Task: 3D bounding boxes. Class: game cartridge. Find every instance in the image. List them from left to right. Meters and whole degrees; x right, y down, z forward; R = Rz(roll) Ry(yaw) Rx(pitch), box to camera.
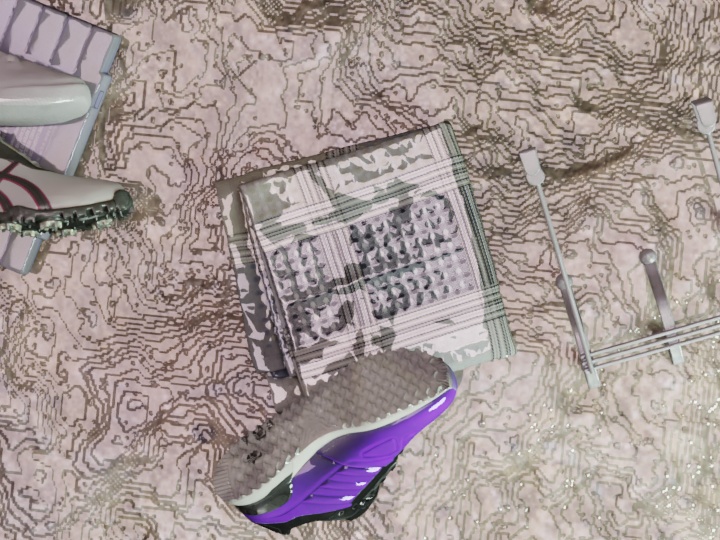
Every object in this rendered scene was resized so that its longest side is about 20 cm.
[{"bbox_3d":[-0.276,-0.111,1.629,0.129,0.038,0.201,22,92,0],"label":"game cartridge"}]

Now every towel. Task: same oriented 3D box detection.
[{"bbox_3d":[0.000,0.000,1.608,0.199,0.035,0.194,-15,90,5],"label":"towel"}]

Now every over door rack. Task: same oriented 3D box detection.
[{"bbox_3d":[0.212,-0.025,1.566,0.147,0.067,0.201,-16,110,4],"label":"over door rack"}]

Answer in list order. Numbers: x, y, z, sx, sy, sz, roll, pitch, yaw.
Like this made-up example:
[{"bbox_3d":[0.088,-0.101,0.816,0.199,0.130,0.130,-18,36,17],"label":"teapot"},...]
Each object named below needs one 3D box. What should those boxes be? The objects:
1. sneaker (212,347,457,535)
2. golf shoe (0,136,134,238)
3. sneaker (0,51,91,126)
[{"bbox_3d":[-0.005,0.136,1.586,0.199,0.070,0.100,-29,129,12],"label":"sneaker"},{"bbox_3d":[-0.269,-0.068,1.578,0.199,0.077,0.089,0,84,4],"label":"golf shoe"},{"bbox_3d":[-0.299,-0.158,1.584,0.199,0.075,0.089,4,79,6],"label":"sneaker"}]
